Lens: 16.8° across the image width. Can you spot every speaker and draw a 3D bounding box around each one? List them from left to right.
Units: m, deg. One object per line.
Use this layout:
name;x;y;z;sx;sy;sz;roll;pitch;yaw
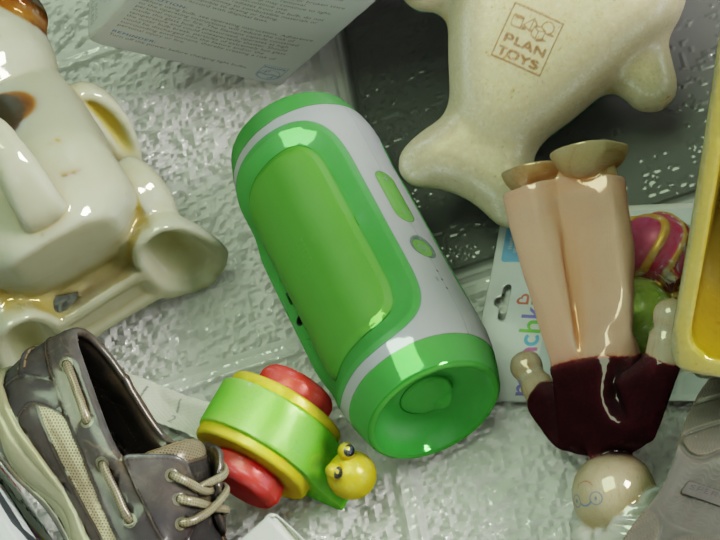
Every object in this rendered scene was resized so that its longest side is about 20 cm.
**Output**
speaker;0.000;0.000;1.266;0.088;0.088;0.200;-29;53;2

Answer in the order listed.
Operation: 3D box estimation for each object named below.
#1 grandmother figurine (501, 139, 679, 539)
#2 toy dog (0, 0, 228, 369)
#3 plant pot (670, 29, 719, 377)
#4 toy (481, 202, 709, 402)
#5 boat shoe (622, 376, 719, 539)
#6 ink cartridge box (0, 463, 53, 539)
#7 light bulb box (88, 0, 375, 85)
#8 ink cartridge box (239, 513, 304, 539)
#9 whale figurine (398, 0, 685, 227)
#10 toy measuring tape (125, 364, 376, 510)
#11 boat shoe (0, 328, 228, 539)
grandmother figurine;0.111;0.045;1.174;0.060;0.121;0.201;-5;80;-25
toy dog;-0.197;-0.063;1.325;0.139;0.194;0.200;-37;61;7
plant pot;0.256;-0.071;1.124;0.195;0.195;0.200;9;29;6
toy;0.152;0.006;1.224;0.199;0.047;0.115;0;59;21
boat shoe;0.183;0.104;1.135;0.074;0.073;0.200;24;65;38
ink cartridge box;-0.190;0.159;1.202;0.083;0.146;0.200;-36;53;-4
light bulb box;-0.054;-0.236;1.332;0.200;0.124;0.199;-34;50;58
ink cartridge box;-0.037;0.215;1.070;0.146;0.200;0.084;-40;54;-7
whale figurine;0.094;-0.121;1.304;0.159;0.104;0.200;23;84;6
toy measuring tape;-0.077;0.072;1.261;0.200;0.074;0.074;21;68;31
boat shoe;-0.104;0.113;1.191;0.073;0.074;0.200;-45;82;21
